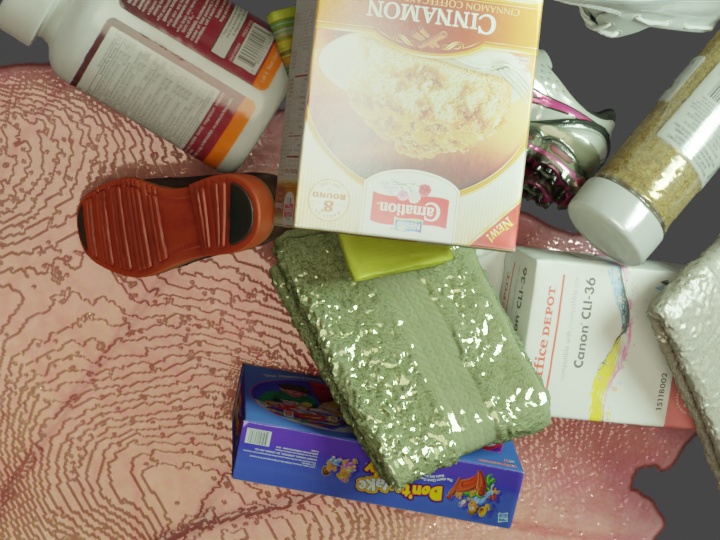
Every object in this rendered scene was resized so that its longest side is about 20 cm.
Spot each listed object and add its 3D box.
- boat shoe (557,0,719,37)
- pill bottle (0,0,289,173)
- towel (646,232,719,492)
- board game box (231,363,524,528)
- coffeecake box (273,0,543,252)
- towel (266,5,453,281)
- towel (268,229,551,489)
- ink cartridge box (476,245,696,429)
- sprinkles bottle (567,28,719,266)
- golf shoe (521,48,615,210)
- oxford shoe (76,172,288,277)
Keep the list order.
[{"bbox_3d":[0.190,-0.196,1.711,0.072,0.200,0.069,47,127,30],"label":"boat shoe"},{"bbox_3d":[-0.149,-0.161,1.704,0.200,0.110,0.110,31,94,-7],"label":"pill bottle"},{"bbox_3d":[0.283,0.063,1.753,0.133,0.034,0.200,-43,124,-25],"label":"towel"},{"bbox_3d":[0.009,0.124,1.739,0.200,0.134,0.045,11,104,-5],"label":"board game box"},{"bbox_3d":[0.032,-0.119,1.611,0.153,0.073,0.200,6,92,-13],"label":"coffeecake box"},{"bbox_3d":[-0.001,-0.092,1.679,0.086,0.018,0.200,-12,79,-31],"label":"towel"},{"bbox_3d":[0.035,0.043,1.685,0.148,0.036,0.200,-21,75,-20],"label":"towel"},{"bbox_3d":[0.161,0.048,1.756,0.200,0.067,0.117,5,97,-19],"label":"ink cartridge box"},{"bbox_3d":[0.234,-0.096,1.734,0.068,0.068,0.200,43,75,-8],"label":"sprinkles bottle"},{"bbox_3d":[0.092,-0.132,1.756,0.200,0.073,0.092,36,65,-6],"label":"golf shoe"},{"bbox_3d":[-0.120,-0.034,1.712,0.073,0.200,0.071,-11,97,-48],"label":"oxford shoe"}]
